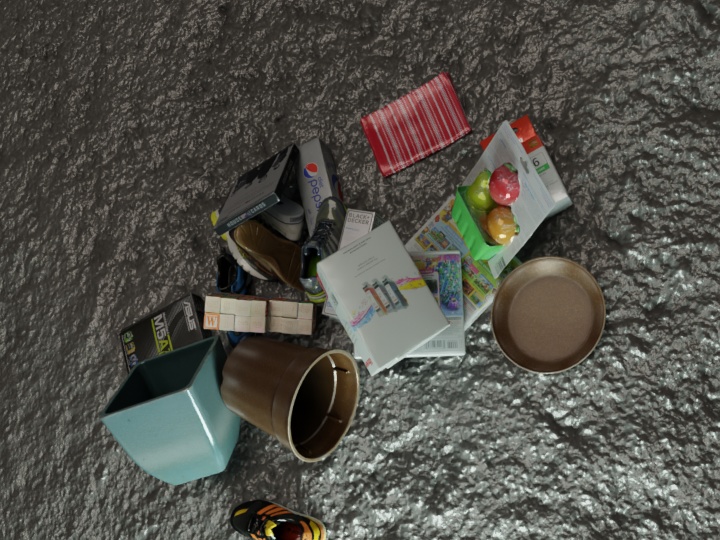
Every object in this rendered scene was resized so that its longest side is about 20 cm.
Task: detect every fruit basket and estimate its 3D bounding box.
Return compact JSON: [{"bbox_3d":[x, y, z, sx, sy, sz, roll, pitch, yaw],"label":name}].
[{"bbox_3d":[0.245,-0.119,1.569,0.201,0.092,0.187,-54,50,40],"label":"fruit basket"}]

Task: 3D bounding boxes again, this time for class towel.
[{"bbox_3d":[0.105,-0.283,1.783,0.197,0.022,0.147,-26,67,16],"label":"towel"}]

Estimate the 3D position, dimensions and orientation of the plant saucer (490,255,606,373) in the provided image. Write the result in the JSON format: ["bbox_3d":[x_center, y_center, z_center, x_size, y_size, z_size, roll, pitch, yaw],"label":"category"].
[{"bbox_3d":[0.322,0.078,1.569,0.197,0.037,0.205,-8,71,23],"label":"plant saucer"}]

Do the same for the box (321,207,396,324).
[{"bbox_3d":[0.000,0.000,1.695,0.059,0.116,0.204,8,78,26],"label":"box"}]

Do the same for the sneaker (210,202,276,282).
[{"bbox_3d":[-0.220,-0.065,1.824,0.085,0.074,0.201,-44,73,14],"label":"sneaker"}]

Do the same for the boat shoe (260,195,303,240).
[{"bbox_3d":[-0.173,-0.117,1.834,0.199,0.070,0.071,35,134,45],"label":"boat shoe"}]

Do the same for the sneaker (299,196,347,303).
[{"bbox_3d":[-0.067,-0.047,1.685,0.072,0.081,0.204,1,68,20],"label":"sneaker"}]

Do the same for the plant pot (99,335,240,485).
[{"bbox_3d":[-0.327,0.276,1.710,0.193,0.197,0.203,-18,111,16],"label":"plant pot"}]

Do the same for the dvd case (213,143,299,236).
[{"bbox_3d":[-0.196,-0.157,1.754,0.149,0.025,0.201,-28,26,24],"label":"dvd case"}]

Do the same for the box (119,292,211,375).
[{"bbox_3d":[-0.385,0.177,1.861,0.191,0.047,0.203,-26,67,18],"label":"box"}]

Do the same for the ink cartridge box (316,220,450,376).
[{"bbox_3d":[0.034,0.051,1.529,0.143,0.145,0.202,-29,83,-8],"label":"ink cartridge box"}]

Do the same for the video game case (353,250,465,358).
[{"bbox_3d":[0.083,0.059,1.616,0.195,0.024,0.186,-2,81,-2],"label":"video game case"}]

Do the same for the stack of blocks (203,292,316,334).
[{"bbox_3d":[-0.184,0.081,1.713,0.195,0.115,0.060,5,92,2],"label":"stack of blocks"}]

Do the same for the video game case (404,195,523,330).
[{"bbox_3d":[0.170,-0.008,1.672,0.182,0.023,0.200,-46,61,7],"label":"video game case"}]

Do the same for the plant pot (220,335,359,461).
[{"bbox_3d":[-0.135,0.214,1.662,0.196,0.200,0.204,16,82,35],"label":"plant pot"}]

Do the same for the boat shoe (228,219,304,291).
[{"bbox_3d":[-0.170,-0.026,1.761,0.071,0.199,0.073,-5,56,56],"label":"boat shoe"}]

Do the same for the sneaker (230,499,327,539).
[{"bbox_3d":[-0.161,0.456,1.650,0.196,0.090,0.071,7,77,26],"label":"sneaker"}]

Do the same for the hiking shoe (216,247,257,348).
[{"bbox_3d":[-0.254,0.063,1.810,0.073,0.087,0.204,-18,68,19],"label":"hiking shoe"}]

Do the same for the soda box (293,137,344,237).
[{"bbox_3d":[-0.077,-0.153,1.805,0.067,0.063,0.203,-21,67,17],"label":"soda box"}]

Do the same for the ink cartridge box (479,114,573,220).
[{"bbox_3d":[0.290,-0.183,1.651,0.108,0.050,0.203,-28,66,16],"label":"ink cartridge box"}]
